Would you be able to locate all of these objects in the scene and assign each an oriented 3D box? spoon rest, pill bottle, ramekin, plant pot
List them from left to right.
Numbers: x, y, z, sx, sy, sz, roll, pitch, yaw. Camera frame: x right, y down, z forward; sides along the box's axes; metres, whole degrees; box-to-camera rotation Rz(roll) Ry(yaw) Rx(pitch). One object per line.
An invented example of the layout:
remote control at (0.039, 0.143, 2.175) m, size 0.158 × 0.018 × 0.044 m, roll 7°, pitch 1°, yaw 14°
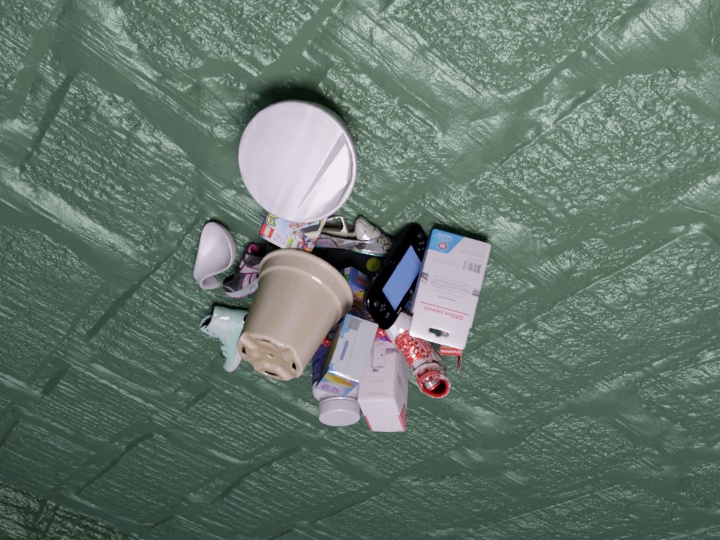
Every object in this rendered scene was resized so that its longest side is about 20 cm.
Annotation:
spoon rest at (-0.308, -0.022, 1.569) m, size 0.100 × 0.060 × 0.201 m, roll 50°, pitch 143°, yaw 16°
plant pot at (-0.136, 0.096, 1.418) m, size 0.198 × 0.185 × 0.202 m, roll 15°, pitch 142°, yaw 12°
ramekin at (-0.097, -0.189, 1.260) m, size 0.200 × 0.094 × 0.205 m, roll 3°, pitch 112°, yaw 8°
pill bottle at (-0.048, 0.230, 1.654) m, size 0.118 × 0.202 × 0.120 m, roll -1°, pitch 148°, yaw -1°

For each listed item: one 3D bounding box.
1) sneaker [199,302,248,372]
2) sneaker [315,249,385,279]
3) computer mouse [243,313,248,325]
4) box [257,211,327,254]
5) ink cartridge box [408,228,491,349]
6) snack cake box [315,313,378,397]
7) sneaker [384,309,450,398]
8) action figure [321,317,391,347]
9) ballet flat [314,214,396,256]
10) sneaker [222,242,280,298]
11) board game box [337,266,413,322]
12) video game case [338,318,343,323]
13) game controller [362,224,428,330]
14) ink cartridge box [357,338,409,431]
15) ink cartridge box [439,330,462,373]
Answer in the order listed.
sneaker at (-0.325, 0.155, 1.774) m, size 0.117 × 0.074 × 0.201 m, roll 16°, pitch 130°, yaw -12°
sneaker at (0.000, 0.000, 1.524) m, size 0.197 × 0.067 × 0.079 m, roll 0°, pitch 151°, yaw 16°
computer mouse at (-0.140, 0.102, 1.591) m, size 0.109 × 0.199 × 0.044 m, roll 21°, pitch 115°, yaw 41°
box at (-0.105, -0.125, 1.375) m, size 0.109 × 0.035 × 0.201 m, roll 26°, pitch 123°, yaw -2°
ink cartridge box at (0.162, 0.035, 1.409) m, size 0.114 × 0.203 × 0.067 m, roll 15°, pitch 178°, yaw -2°
snack cake box at (-0.029, 0.168, 1.450) m, size 0.066 × 0.116 × 0.200 m, roll 19°, pitch 160°, yaw -4°
sneaker at (0.116, 0.169, 1.508) m, size 0.067 × 0.108 × 0.202 m, roll -32°, pitch 118°, yaw 12°
action figure at (0.019, 0.133, 1.584) m, size 0.197 × 0.052 × 0.066 m, roll -2°, pitch 160°, yaw 7°
ballet flat at (-0.022, -0.072, 1.443) m, size 0.198 × 0.073 × 0.072 m, roll 7°, pitch 139°, yaw 6°
sneaker at (-0.218, -0.014, 1.570) m, size 0.199 × 0.081 × 0.087 m, roll -23°, pitch 111°, yaw 30°
board game box at (-0.003, 0.059, 1.531) m, size 0.134 × 0.035 × 0.199 m, roll -14°, pitch 147°, yaw 39°
video game case at (-0.078, 0.105, 1.693) m, size 0.142 × 0.018 × 0.200 m, roll 33°, pitch 136°, yaw -21°
game controller at (0.074, 0.012, 1.416) m, size 0.042 × 0.201 × 0.105 m, roll 7°, pitch 145°, yaw 47°
ink cartridge box at (0.055, 0.228, 1.644) m, size 0.082 × 0.202 × 0.147 m, roll -4°, pitch 141°, yaw 13°
ink cartridge box at (0.187, 0.111, 1.552) m, size 0.050 × 0.110 × 0.201 m, roll 2°, pitch 139°, yaw 4°
